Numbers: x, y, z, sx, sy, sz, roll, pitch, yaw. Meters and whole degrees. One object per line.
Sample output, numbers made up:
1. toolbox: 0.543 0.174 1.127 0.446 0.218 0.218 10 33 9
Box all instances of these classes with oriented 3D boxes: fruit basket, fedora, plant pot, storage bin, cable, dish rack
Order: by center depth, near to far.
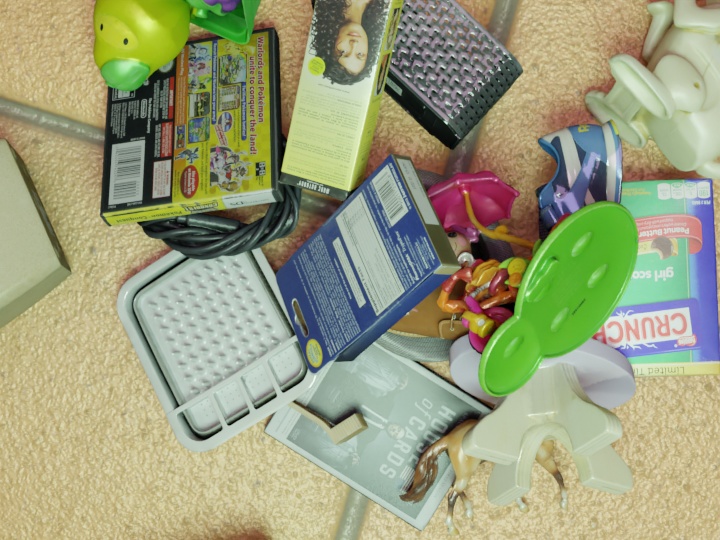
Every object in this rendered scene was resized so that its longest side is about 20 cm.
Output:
1. fruit basket: -0.205 -0.286 1.067 0.215 0.156 0.216 0 64 -1
2. plant pot: -0.399 -0.029 1.067 0.177 0.200 0.201 -25 90 -11
3. storage bin: 0.054 -0.226 1.082 0.200 0.135 0.094 44 90 0
4. cable: -0.150 -0.089 1.089 0.200 0.051 0.163 32 70 19
5. fedora: 0.056 -0.010 1.105 0.200 0.090 0.177 40 92 -7
6. dish rack: -0.143 0.066 1.106 0.171 0.044 0.200 -32 76 11

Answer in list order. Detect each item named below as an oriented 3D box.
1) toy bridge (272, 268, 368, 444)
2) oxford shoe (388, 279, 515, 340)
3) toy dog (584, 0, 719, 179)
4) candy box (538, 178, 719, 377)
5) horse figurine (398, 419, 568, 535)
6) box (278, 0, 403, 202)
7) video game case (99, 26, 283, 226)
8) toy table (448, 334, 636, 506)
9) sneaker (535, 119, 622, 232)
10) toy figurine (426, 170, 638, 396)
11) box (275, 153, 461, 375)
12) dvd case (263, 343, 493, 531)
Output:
1. toy bridge: -0.070 0.093 1.119 0.067 0.027 0.200 -34 76 9
2. oxford shoe: 0.096 0.036 1.033 0.199 0.071 0.072 5 97 -3
3. toy dog: 0.357 -0.210 1.077 0.194 0.140 0.200 41 81 15
4. candy box: 0.274 0.010 1.112 0.168 0.077 0.201 -2 91 1
5. horse figurine: 0.139 0.194 1.110 0.199 0.050 0.133 -7 100 -16
6. box: -0.018 -0.171 1.004 0.075 0.050 0.201 16 109 11
7. video game case: -0.169 -0.147 1.086 0.180 0.026 0.201 -8 62 8
8. toy table: 0.178 0.138 1.018 0.199 0.184 0.117 10 55 -14
9. sneaker: 0.210 -0.046 1.044 0.082 0.074 0.201 1 83 5
10. toy figurine: 0.118 -0.009 0.981 0.200 0.150 0.184 -49 48 -7
11. box: 0.000 0.000 1.002 0.200 0.032 0.121 -42 59 37
12. dvd case: 0.020 0.160 1.141 0.200 0.025 0.151 32 91 1
